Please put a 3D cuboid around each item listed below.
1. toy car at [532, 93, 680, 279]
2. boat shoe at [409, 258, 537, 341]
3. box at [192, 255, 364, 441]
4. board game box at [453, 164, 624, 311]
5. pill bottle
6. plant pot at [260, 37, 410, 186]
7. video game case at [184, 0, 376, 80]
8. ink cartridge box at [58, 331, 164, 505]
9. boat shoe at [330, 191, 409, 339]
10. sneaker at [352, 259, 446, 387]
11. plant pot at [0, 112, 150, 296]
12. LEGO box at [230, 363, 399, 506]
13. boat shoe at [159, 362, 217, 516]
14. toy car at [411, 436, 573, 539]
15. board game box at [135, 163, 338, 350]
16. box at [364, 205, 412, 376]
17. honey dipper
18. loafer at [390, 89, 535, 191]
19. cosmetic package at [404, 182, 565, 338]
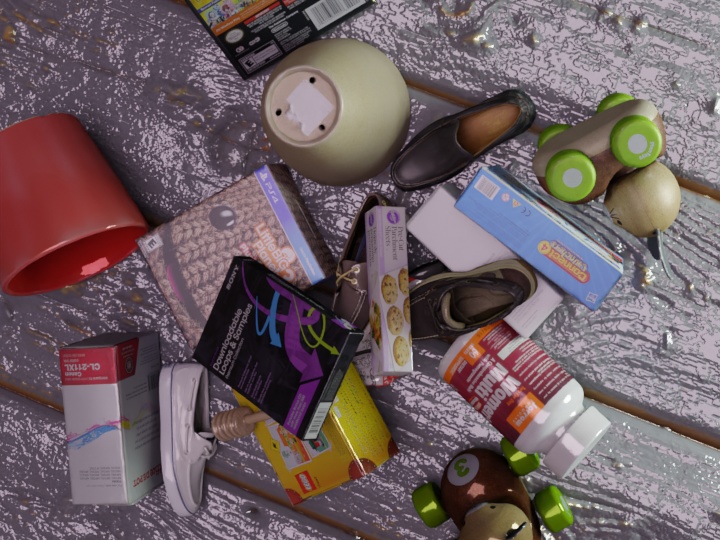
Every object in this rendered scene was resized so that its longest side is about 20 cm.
[{"bbox_3d":[0.309,-0.085,1.543,0.157,0.164,0.201,-27,105,12],"label":"toy car"},{"bbox_3d":[0.111,0.040,1.540,0.199,0.065,0.074,-25,98,34],"label":"boat shoe"},{"bbox_3d":[-0.102,0.089,1.556,0.199,0.036,0.144,32,104,33],"label":"box"},{"bbox_3d":[0.214,-0.043,1.540,0.199,0.196,0.056,38,101,6],"label":"board game box"},{"bbox_3d":[0.199,0.150,1.587,0.200,0.109,0.110,43,101,16],"label":"pill bottle"},{"bbox_3d":[-0.045,-0.194,1.576,0.185,0.200,0.189,1,94,10],"label":"plant pot"},{"bbox_3d":[-0.108,-0.351,1.609,0.199,0.026,0.181,-28,130,12],"label":"video game case"},{"bbox_3d":[-0.314,0.188,1.687,0.082,0.146,0.202,-3,94,12],"label":"ink cartridge box"},{"bbox_3d":[0.000,0.000,1.609,0.071,0.059,0.201,1,61,44],"label":"boat shoe"},{"bbox_3d":[0.043,0.075,1.650,0.200,0.067,0.108,-31,89,15],"label":"sneaker"},{"bbox_3d":[-0.391,-0.089,1.669,0.199,0.200,0.178,-27,79,12],"label":"plant pot"},{"bbox_3d":[-0.065,0.175,1.642,0.149,0.077,0.201,-29,89,43],"label":"LEGO box"},{"bbox_3d":[-0.220,0.220,1.709,0.065,0.074,0.202,-4,95,15],"label":"boat shoe"},{"bbox_3d":[0.152,0.303,1.578,0.164,0.200,0.159,-32,88,11],"label":"toy car"},{"bbox_3d":[-0.153,-0.018,1.664,0.199,0.097,0.160,-29,89,12],"label":"board game box"},{"bbox_3d":[0.033,0.025,1.559,0.041,0.039,0.202,3,77,-22],"label":"box"},{"bbox_3d":[-0.103,0.174,1.598,0.199,0.038,0.038,-18,91,40],"label":"honey dipper"},{"bbox_3d":[0.120,-0.161,1.611,0.199,0.072,0.073,-33,89,12],"label":"loafer"},{"bbox_3d":[0.155,-0.014,1.602,0.200,0.101,0.071,44,102,6],"label":"cosmetic package"}]
